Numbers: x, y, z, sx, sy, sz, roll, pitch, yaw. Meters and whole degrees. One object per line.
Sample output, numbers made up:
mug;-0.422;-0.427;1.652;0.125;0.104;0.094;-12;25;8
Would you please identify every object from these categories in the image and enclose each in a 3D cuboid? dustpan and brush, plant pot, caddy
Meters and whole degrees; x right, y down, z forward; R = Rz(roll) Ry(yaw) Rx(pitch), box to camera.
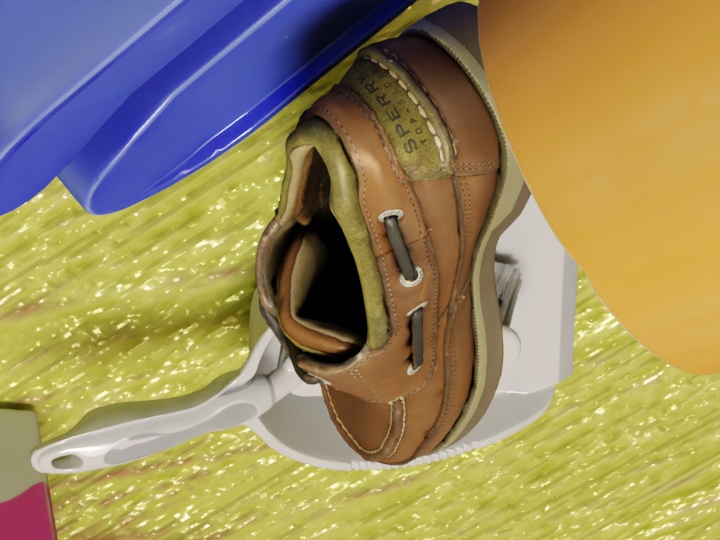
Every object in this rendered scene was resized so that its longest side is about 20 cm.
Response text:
dustpan and brush;-0.016;0.030;0.968;0.200;0.057;0.140;-9;137;-7
plant pot;0.139;-0.066;0.730;0.183;0.200;0.200;-29;136;24
caddy;-0.058;-0.101;0.777;0.200;0.105;0.141;-37;168;22

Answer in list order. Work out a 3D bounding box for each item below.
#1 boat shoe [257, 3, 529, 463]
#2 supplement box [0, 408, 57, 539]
boat shoe;0.000;0.000;0.845;0.068;0.072;0.200;-30;151;-23
supplement box;-0.181;0.147;1.012;0.103;0.101;0.200;8;132;-23
